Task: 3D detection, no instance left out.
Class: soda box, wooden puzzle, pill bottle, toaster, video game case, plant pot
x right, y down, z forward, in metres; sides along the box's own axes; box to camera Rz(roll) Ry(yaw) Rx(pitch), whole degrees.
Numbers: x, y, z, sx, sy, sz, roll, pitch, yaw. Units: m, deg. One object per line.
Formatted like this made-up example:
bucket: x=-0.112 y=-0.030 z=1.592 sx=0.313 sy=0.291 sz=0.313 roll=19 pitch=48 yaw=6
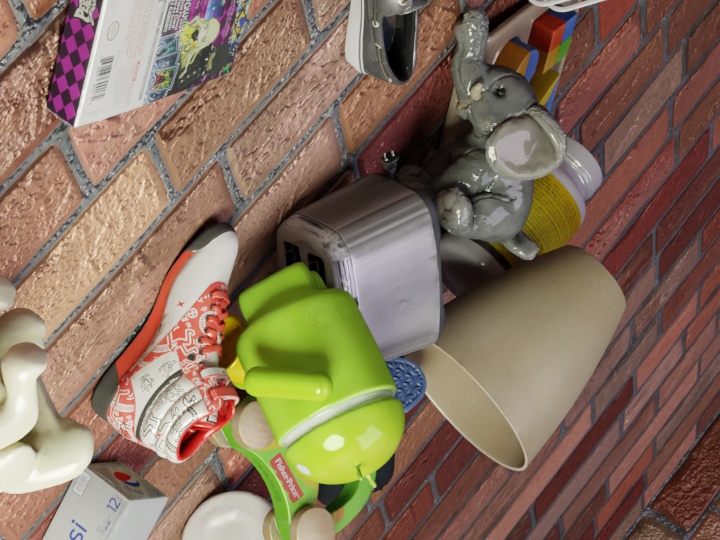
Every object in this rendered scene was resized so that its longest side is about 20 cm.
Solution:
soda box: x=-0.255 y=0.272 z=1.707 sx=0.200 sy=0.063 sz=0.068 roll=-62 pitch=156 yaw=11
wooden puzzle: x=0.165 y=-0.194 z=1.977 sx=0.200 sy=0.046 sz=0.186 roll=-35 pitch=149 yaw=-42
pill bottle: x=-0.110 y=0.310 z=1.990 sx=0.111 sy=0.111 sz=0.200 roll=-52 pitch=157 yaw=-11
toaster: x=0.000 y=0.000 z=1.773 sx=0.129 sy=0.113 sz=0.201 roll=-26 pitch=126 yaw=-34
pill bottle: x=0.176 y=-0.056 z=2.094 sx=0.200 sy=0.112 sz=0.113 roll=-47 pitch=156 yaw=-22
video game case: x=-0.135 y=-0.213 z=1.353 sx=0.181 sy=0.036 sz=0.201 roll=-28 pitch=144 yaw=-50
plant pot: x=0.175 y=0.072 z=1.967 sx=0.200 sy=0.187 sz=0.188 roll=-41 pitch=154 yaw=-16

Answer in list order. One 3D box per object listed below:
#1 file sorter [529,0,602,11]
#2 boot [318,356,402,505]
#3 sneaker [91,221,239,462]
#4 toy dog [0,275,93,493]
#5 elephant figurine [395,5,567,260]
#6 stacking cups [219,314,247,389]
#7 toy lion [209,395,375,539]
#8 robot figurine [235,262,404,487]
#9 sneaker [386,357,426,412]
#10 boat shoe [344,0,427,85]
file sorter: x=0.180 y=-0.311 z=1.677 sx=0.200 sy=0.138 sz=0.125 roll=1 pitch=77 yaw=-64
boot: x=0.024 y=0.159 z=2.107 sx=0.200 sy=0.076 sz=0.168 roll=-36 pitch=147 yaw=-27
sneaker: x=-0.135 y=0.066 z=1.624 sx=0.202 sy=0.108 sz=0.067 roll=-57 pitch=157 yaw=-2
toy dog: x=-0.303 y=0.077 z=1.300 sx=0.193 sy=0.140 sz=0.200 roll=-20 pitch=158 yaw=5
elephant figurine: x=0.137 y=-0.134 z=1.869 sx=0.155 sy=0.141 sz=0.200 roll=7 pitch=119 yaw=-57
stacking cups: x=-0.062 y=0.099 z=1.782 sx=0.200 sy=0.060 sz=0.061 roll=26 pitch=97 yaw=-43
toy lion: x=-0.045 y=0.151 z=1.864 sx=0.192 sy=0.069 sz=0.200 roll=-37 pitch=109 yaw=-32
robot figurine: x=-0.034 y=0.097 z=1.654 sx=0.115 sy=0.201 sz=0.175 roll=-27 pitch=165 yaw=6
sneaker: x=-0.029 y=0.147 z=1.952 sx=0.199 sy=0.070 sz=0.078 roll=-20 pitch=171 yaw=-21
boat shoe: x=0.028 y=-0.237 z=1.614 sx=0.070 sy=0.066 sz=0.200 roll=-40 pitch=152 yaw=-36
